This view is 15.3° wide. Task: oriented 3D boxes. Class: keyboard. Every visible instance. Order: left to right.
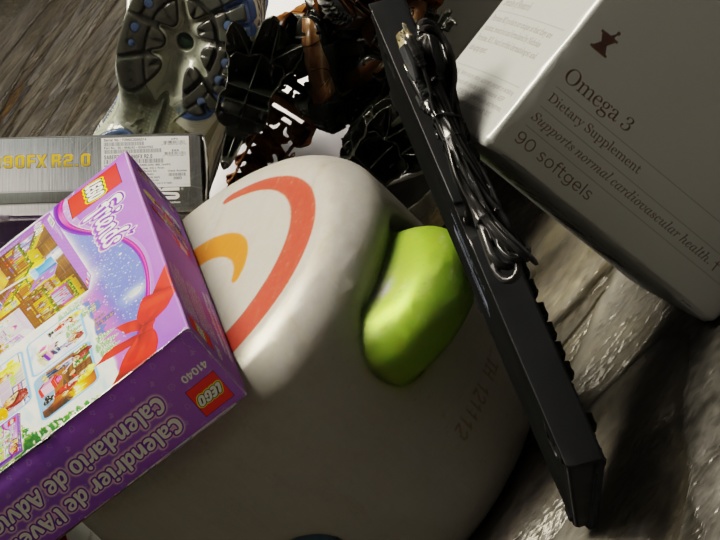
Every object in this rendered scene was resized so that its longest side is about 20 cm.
[{"bbox_3d":[0.045,-0.014,0.954,0.021,0.200,0.127,-22,-25,-2],"label":"keyboard"}]

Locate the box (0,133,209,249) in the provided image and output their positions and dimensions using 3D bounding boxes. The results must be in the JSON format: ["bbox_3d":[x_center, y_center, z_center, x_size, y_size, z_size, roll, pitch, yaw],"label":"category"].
[{"bbox_3d":[-0.168,0.006,1.221,0.158,0.200,0.048,93,174,-54],"label":"box"}]

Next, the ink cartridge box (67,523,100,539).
[{"bbox_3d":[-0.215,0.139,1.364,0.146,0.200,0.084,-46,17,23],"label":"ink cartridge box"}]

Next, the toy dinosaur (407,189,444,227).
[{"bbox_3d":[0.000,0.000,1.253,0.200,0.088,0.047,-22,39,37],"label":"toy dinosaur"}]

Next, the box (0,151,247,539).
[{"bbox_3d":[-0.123,0.038,1.055,0.137,0.039,0.200,-38,24,5],"label":"box"}]

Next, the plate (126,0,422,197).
[{"bbox_3d":[-0.036,-0.109,1.321,0.200,0.032,0.200,-19,61,35],"label":"plate"}]

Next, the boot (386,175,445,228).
[{"bbox_3d":[-0.008,-0.069,1.377,0.068,0.131,0.200,-47,15,17],"label":"boot"}]

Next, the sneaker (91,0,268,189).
[{"bbox_3d":[-0.090,-0.066,1.285,0.200,0.077,0.085,-61,-4,28],"label":"sneaker"}]

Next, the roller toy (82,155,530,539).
[{"bbox_3d":[-0.026,0.058,1.102,0.182,0.140,0.200,-47,24,-4],"label":"roller toy"}]

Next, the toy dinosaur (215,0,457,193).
[{"bbox_3d":[-0.008,-0.090,1.214,0.136,0.102,0.200,-77,0,-61],"label":"toy dinosaur"}]

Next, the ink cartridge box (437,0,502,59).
[{"bbox_3d":[0.078,-0.147,1.333,0.200,0.039,0.099,-33,48,2],"label":"ink cartridge box"}]

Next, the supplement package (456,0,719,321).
[{"bbox_3d":[0.137,-0.100,1.027,0.200,0.117,0.117,-52,14,1],"label":"supplement package"}]

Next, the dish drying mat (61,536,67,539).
[{"bbox_3d":[-0.125,0.153,1.138,0.018,0.200,0.077,-11,25,-1],"label":"dish drying mat"}]
